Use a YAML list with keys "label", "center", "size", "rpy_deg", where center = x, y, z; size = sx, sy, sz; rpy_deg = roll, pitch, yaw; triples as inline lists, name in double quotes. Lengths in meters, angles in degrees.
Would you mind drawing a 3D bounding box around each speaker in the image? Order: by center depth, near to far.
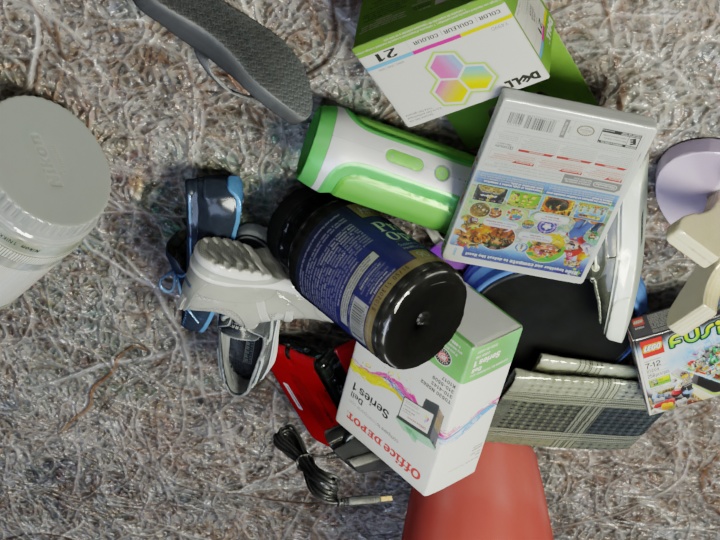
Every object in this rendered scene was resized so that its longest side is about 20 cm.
- label: "speaker"
  center: [0.043, -0.090, 1.464]
  size: [0.198, 0.089, 0.089]
  rpy_deg: [18, 138, -10]

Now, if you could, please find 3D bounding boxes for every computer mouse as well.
- label: "computer mouse"
  center: [0.016, 0.198, 1.655]
  size: [0.198, 0.141, 0.046]
  rpy_deg: [3, 117, -29]

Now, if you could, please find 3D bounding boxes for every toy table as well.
- label: "toy table"
  center: [0.362, -0.025, 1.446]
  size: [0.199, 0.118, 0.184]
  rpy_deg: [24, 137, -12]

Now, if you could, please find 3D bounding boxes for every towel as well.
- label: "towel"
  center: [0.234, 0.147, 1.688]
  size: [0.198, 0.035, 0.193]
  rpy_deg: [4, 153, -10]

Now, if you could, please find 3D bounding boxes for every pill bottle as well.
- label: "pill bottle"
  center: [0.000, 0.000, 1.489]
  size: [0.200, 0.112, 0.112]
  rpy_deg: [38, 154, 37]

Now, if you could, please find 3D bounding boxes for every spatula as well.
- label: "spatula"
  center: [0.054, -0.056, 1.548]
  size: [0.199, 0.021, 0.056]
  rpy_deg: [36, 131, -24]

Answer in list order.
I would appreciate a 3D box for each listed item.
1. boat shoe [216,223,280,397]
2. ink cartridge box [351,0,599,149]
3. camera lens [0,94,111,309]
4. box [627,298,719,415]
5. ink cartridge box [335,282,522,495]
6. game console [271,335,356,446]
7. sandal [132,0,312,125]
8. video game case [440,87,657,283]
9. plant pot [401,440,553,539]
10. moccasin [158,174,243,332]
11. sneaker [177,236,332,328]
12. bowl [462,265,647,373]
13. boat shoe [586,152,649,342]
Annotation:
- label: "boat shoe"
  center: [-0.122, 0.047, 1.640]
  size: [0.071, 0.068, 0.201]
  rpy_deg: [17, 126, 10]
- label: "ink cartridge box"
  center: [0.107, -0.172, 1.367]
  size: [0.147, 0.076, 0.200]
  rpy_deg: [-17, 131, 28]
- label: "camera lens"
  center: [-0.360, -0.061, 1.526]
  size: [0.159, 0.161, 0.200]
  rpy_deg: [35, 133, -25]
- label: "box"
  center: [0.375, 0.071, 1.560]
  size: [0.198, 0.035, 0.111]
  rpy_deg: [-17, 127, 6]
- label: "ink cartridge box"
  center: [0.067, 0.108, 1.595]
  size: [0.145, 0.084, 0.201]
  rpy_deg: [38, 129, 30]
- label: "game console"
  center: [0.001, 0.120, 1.756]
  size: [0.172, 0.119, 0.201]
  rpy_deg: [20, 149, 40]
- label: "sandal"
  center: [-0.125, -0.203, 1.390]
  size: [0.200, 0.076, 0.043]
  rpy_deg: [38, 131, -13]
- label: "video game case"
  center: [0.167, -0.072, 1.398]
  size: [0.142, 0.018, 0.201]
  rpy_deg: [10, 135, -10]
- label: "plant pot"
  center: [0.134, 0.296, 1.781]
  size: [0.198, 0.179, 0.201]
  rpy_deg: [1, 150, 1]
- label: "moccasin"
  center: [-0.170, -0.024, 1.598]
  size: [0.068, 0.081, 0.201]
  rpy_deg: [8, 126, -12]
- label: "sneaker"
  center: [-0.100, 0.022, 1.577]
  size: [0.199, 0.075, 0.082]
  rpy_deg: [16, 122, -34]
- label: "bowl"
  center: [0.200, 0.044, 1.608]
  size: [0.199, 0.040, 0.202]
  rpy_deg: [4, 139, 4]
- label: "boat shoe"
  center: [0.240, -0.026, 1.492]
  size: [0.063, 0.071, 0.202]
  rpy_deg: [8, 117, 16]
